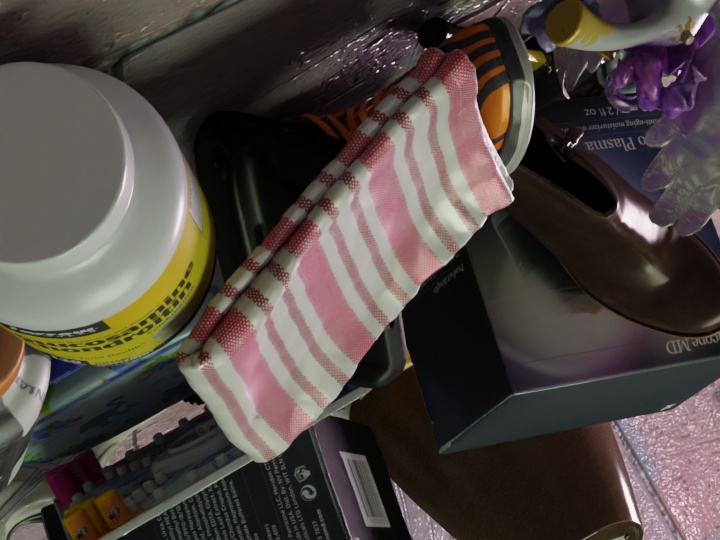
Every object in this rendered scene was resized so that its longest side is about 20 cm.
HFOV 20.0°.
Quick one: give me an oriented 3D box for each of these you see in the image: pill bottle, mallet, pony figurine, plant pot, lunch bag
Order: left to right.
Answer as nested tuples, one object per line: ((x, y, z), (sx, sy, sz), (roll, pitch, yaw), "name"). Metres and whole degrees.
((-0.217, 0.060, 1.061), (0.106, 0.106, 0.200), (-26, 170, -20), "pill bottle")
((-0.126, -0.024, 0.874), (0.112, 0.112, 0.200), (-29, 171, -3), "pill bottle")
((-0.147, 0.044, 1.256), (0.200, 0.083, 0.161), (-30, 171, 12), "lunch bag")
((0.091, -0.133, 1.188), (0.066, 0.041, 0.200), (-33, 166, 15), "mallet")
((0.121, 0.146, 1.541), (0.187, 0.200, 0.187), (-24, 146, -18), "plant pot")
((0.169, -0.140, 1.081), (0.193, 0.167, 0.200), (-48, 147, 22), "pony figurine")

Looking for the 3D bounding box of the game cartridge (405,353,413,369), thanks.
((-0.015, 0.046, 1.536), (0.200, 0.032, 0.176), (-27, -156, 6), "game cartridge")

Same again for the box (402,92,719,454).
((0.131, -0.002, 1.361), (0.200, 0.199, 0.123), (-9, 162, -28), "box")

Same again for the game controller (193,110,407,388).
((-0.030, -0.007, 1.107), (0.104, 0.042, 0.200), (8, 143, 14), "game controller")

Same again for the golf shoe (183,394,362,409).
((-0.059, 0.047, 1.454), (0.200, 0.077, 0.088), (3, -142, 43), "golf shoe")

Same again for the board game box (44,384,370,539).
((-0.101, 0.101, 1.268), (0.200, 0.026, 0.200), (-30, -171, -9), "board game box")

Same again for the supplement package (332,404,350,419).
((-0.003, 0.080, 1.665), (0.200, 0.114, 0.110), (-26, -154, -13), "supplement package")

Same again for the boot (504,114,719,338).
((0.143, -0.025, 1.205), (0.072, 0.200, 0.166), (-53, 176, 2), "boot")

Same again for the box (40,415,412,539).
((-0.086, 0.187, 1.421), (0.200, 0.118, 0.197), (-22, 168, 9), "box")

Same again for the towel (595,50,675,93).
((0.270, -0.189, 1.371), (0.200, 0.048, 0.171), (-36, 168, 36), "towel")

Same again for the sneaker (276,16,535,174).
((0.014, -0.070, 1.103), (0.112, 0.078, 0.200), (-10, 163, -24), "sneaker")

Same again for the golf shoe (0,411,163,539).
((-0.221, 0.153, 1.566), (0.200, 0.097, 0.078), (-28, 169, -16), "golf shoe")

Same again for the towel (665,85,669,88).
((0.211, -0.113, 1.528), (0.200, 0.030, 0.146), (-20, 179, 43), "towel")

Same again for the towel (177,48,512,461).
((-0.003, -0.002, 0.988), (0.200, 0.030, 0.146), (-50, 156, -10), "towel")
